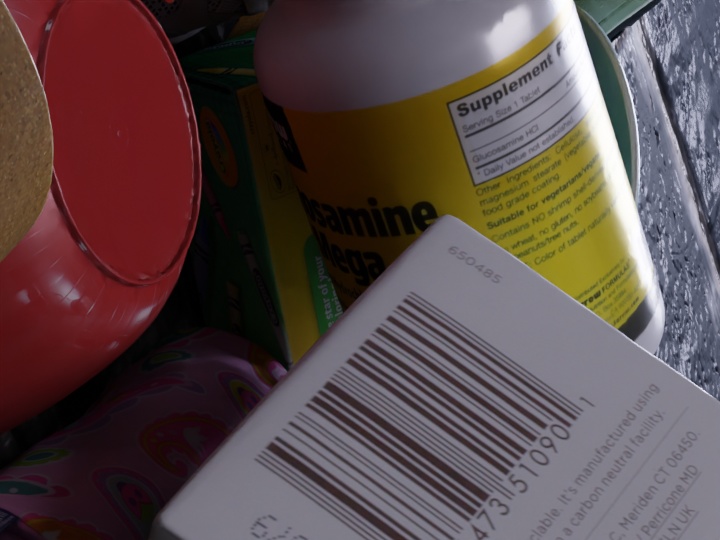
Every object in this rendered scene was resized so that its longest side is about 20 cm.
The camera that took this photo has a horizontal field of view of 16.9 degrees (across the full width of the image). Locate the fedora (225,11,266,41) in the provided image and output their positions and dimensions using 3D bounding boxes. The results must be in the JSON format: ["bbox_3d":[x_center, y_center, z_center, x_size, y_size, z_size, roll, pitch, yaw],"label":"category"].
[{"bbox_3d":[-0.001,-0.055,1.025,0.200,0.082,0.201,-11,108,-36],"label":"fedora"}]

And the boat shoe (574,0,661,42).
[{"bbox_3d":[0.097,-0.136,1.164,0.066,0.199,0.075,-34,88,-45],"label":"boat shoe"}]

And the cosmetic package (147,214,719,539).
[{"bbox_3d":[0.023,0.129,0.787,0.165,0.165,0.200,-46,166,-38],"label":"cosmetic package"}]

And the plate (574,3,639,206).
[{"bbox_3d":[0.079,-0.026,1.118,0.026,0.200,0.201,7,73,-27],"label":"plate"}]

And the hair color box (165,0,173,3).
[{"bbox_3d":[-0.031,-0.197,0.818,0.064,0.111,0.200,36,45,-17],"label":"hair color box"}]

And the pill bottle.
[{"bbox_3d":[0.029,-0.049,0.847,0.112,0.112,0.200,-61,137,-53],"label":"pill bottle"}]

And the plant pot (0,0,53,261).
[{"bbox_3d":[-0.196,0.005,0.534,0.200,0.186,0.187,-60,137,-35],"label":"plant pot"}]

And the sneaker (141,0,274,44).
[{"bbox_3d":[-0.031,-0.134,0.888,0.200,0.082,0.075,-21,97,-33],"label":"sneaker"}]

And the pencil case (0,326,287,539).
[{"bbox_3d":[-0.089,0.083,0.831,0.200,0.087,0.088,-36,115,-62],"label":"pencil case"}]

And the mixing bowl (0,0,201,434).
[{"bbox_3d":[-0.120,-0.036,0.769,0.200,0.108,0.201,35,50,-58],"label":"mixing bowl"}]

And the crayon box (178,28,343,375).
[{"bbox_3d":[0.000,0.000,0.946,0.119,0.058,0.200,-24,116,-32],"label":"crayon box"}]
